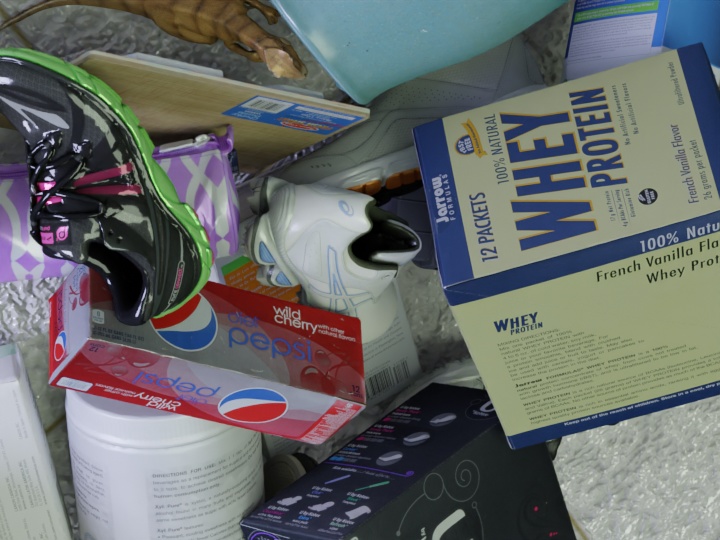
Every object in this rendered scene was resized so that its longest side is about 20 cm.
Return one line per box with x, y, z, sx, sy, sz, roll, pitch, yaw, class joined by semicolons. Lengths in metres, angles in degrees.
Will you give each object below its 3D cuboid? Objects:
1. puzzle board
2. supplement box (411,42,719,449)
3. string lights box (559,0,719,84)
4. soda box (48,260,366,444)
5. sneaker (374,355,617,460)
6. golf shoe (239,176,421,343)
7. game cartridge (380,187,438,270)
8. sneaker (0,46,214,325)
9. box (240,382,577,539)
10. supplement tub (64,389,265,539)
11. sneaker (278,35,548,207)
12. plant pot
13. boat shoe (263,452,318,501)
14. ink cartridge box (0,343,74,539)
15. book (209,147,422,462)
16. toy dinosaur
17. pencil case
-0.116;-0.102;1.574;0.200;0.151;0.017;9;73;-32;puzzle board
0.159;-0.012;1.608;0.200;0.134;0.200;-16;142;8;supplement box
0.201;-0.209;1.655;0.059;0.103;0.200;17;80;-33;string lights box
-0.097;0.051;1.582;0.200;0.070;0.063;16;141;-27;soda box
0.105;0.106;1.812;0.200;0.088;0.076;-23;155;-14;sneaker
0.000;0.000;1.630;0.200;0.097;0.078;41;50;-61;golf shoe
0.108;-0.059;1.751;0.200;0.038;0.130;6;90;-31;game cartridge
-0.165;-0.050;1.482;0.084;0.077;0.200;-48;112;-30;sneaker
0.036;0.178;1.693;0.200;0.106;0.122;-34;115;-36;box
-0.130;0.152;1.694;0.132;0.132;0.200;-14;121;-22;supplement tub
0.030;-0.104;1.661;0.200;0.076;0.092;-22;80;-9;sneaker
0.031;-0.212;1.563;0.188;0.200;0.200;-38;127;7;plant pot
-0.046;0.203;1.796;0.068;0.072;0.200;-16;136;-25;boat shoe
-0.306;0.146;1.662;0.200;0.050;0.161;-12;122;-1;ink cartridge box
-0.036;0.022;1.731;0.133;0.048;0.200;-27;125;-18;book
-0.118;-0.168;1.562;0.106;0.200;0.061;-35;134;-62;toy dinosaur
-0.171;-0.040;1.575;0.200;0.084;0.086;-9;129;-8;pencil case
